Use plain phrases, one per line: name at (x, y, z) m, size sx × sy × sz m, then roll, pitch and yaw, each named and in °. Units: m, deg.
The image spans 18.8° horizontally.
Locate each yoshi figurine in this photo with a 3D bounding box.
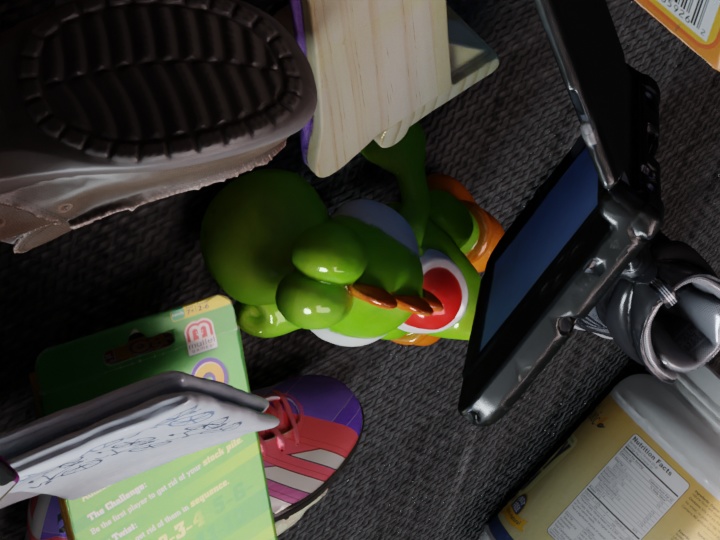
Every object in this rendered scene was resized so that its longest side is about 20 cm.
yoshi figurine at (-0.009, -0.012, 1.012) m, size 0.111 × 0.113 × 0.200 m, roll -13°, pitch 176°, yaw 19°

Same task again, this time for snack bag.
snack bag at (-0.140, 0.084, 0.862) m, size 0.199 × 0.022 × 0.189 m, roll -19°, pitch 172°, yaw 4°

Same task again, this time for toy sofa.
toy sofa at (-0.009, -0.135, 0.823) m, size 0.097 × 0.083 × 0.200 m, roll -34°, pitch 151°, yaw -16°

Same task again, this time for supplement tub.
supplement tub at (0.190, 0.161, 1.445) m, size 0.200 × 0.144 × 0.144 m, roll -48°, pitch 153°, yaw 4°

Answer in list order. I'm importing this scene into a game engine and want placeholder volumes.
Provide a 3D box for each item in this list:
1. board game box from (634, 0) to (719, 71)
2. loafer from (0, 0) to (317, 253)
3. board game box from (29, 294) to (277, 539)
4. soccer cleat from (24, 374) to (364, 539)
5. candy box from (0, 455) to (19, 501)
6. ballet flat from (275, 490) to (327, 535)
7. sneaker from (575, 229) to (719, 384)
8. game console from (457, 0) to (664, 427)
board game box at (0.154, -0.235, 0.784) m, size 0.199 × 0.200 × 0.200 m, roll -27°, pitch 148°, yaw -31°
loafer at (-0.115, -0.048, 0.783) m, size 0.199 × 0.073 × 0.071 m, roll -11°, pitch 157°, yaw -8°
board game box at (-0.089, 0.108, 0.999) m, size 0.095 × 0.030 × 0.201 m, roll -18°, pitch 120°, yaw -18°
soccer cleat at (-0.075, 0.091, 1.064) m, size 0.199 × 0.068 × 0.073 m, roll -23°, pitch 142°, yaw -33°
candy box at (-0.204, 0.014, 0.693) m, size 0.061 × 0.136 × 0.200 m, roll -45°, pitch 154°, yaw -7°
ballet flat at (-0.094, 0.146, 1.114) m, size 0.199 × 0.068 × 0.062 m, roll -26°, pitch 157°, yaw -34°
sneaker at (0.163, 0.021, 1.246) m, size 0.075 × 0.114 × 0.200 m, roll -45°, pitch 153°, yaw 0°
game console at (0.065, -0.061, 0.917) m, size 0.176 × 0.116 × 0.200 m, roll -52°, pitch -174°, yaw 21°
